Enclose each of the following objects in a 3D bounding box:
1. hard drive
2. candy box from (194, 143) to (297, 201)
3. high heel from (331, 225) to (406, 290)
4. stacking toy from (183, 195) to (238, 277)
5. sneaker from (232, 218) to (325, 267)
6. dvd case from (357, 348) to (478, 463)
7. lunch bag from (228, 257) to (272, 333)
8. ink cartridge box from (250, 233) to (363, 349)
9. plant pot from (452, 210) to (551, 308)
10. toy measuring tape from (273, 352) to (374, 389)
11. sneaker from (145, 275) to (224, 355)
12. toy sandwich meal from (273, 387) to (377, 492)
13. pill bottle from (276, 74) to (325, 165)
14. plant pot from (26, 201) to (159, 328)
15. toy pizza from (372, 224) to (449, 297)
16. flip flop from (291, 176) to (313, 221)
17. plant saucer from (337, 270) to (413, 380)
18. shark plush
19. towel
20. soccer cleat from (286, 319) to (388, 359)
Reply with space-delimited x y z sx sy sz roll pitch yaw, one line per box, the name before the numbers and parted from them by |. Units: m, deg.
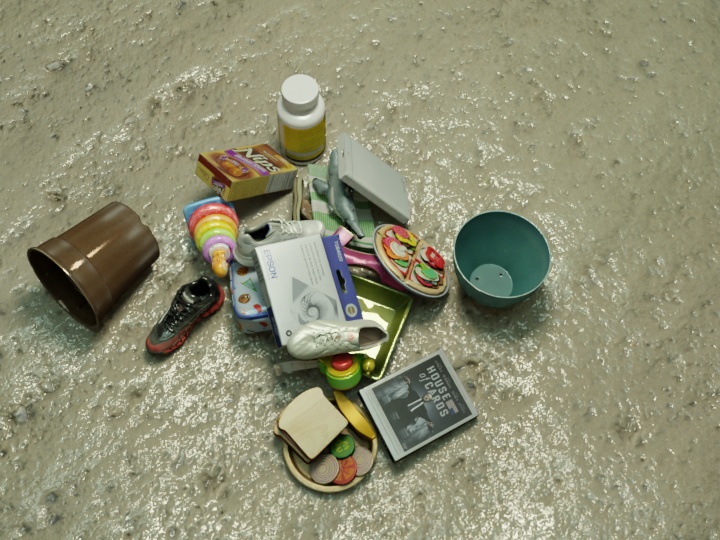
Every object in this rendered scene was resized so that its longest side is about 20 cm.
hard drive | 0.030 -0.200 1.705 0.027 0.199 0.133 -33 42 31
candy box | -0.247 -0.217 1.716 0.116 0.057 0.199 39 34 25
high heel | 0.000 0.000 1.621 0.199 0.067 0.096 39 79 4
stacking toy | -0.295 -0.054 1.614 0.108 0.117 0.201 -14 38 -7
sneaker | -0.159 -0.067 1.585 0.197 0.088 0.075 -17 60 -23
dvd case | 0.113 0.259 1.521 0.198 0.025 0.152 -24 74 -20
lunch bag | -0.186 0.028 1.612 0.158 0.076 0.202 -11 50 -1
ink cartridge box | -0.095 0.033 1.534 0.197 0.041 0.203 -14 81 -28
plant pot | 0.282 -0.003 1.629 0.196 0.135 0.203 1 62 -2
toy measuring tape | -0.070 0.197 1.501 0.196 0.074 0.075 -6 61 2
sneaker | -0.360 0.085 1.583 0.071 0.098 0.200 39 68 16
toy sandwich meal | -0.062 0.314 1.482 0.201 0.071 0.208 1 61 -1
pill bottle | -0.132 -0.339 1.761 0.109 0.201 0.113 1 61 -1
plant pot | -0.528 -0.022 1.592 0.199 0.201 0.198 35 57 16
toy pizza | 0.111 -0.028 1.633 0.198 0.032 0.202 28 34 -20
flip flop | -0.123 -0.118 1.718 0.057 0.082 0.203 3 56 -7
plant saucer | -0.016 0.112 1.607 0.197 0.048 0.202 20 63 9
shark plush | -0.041 -0.157 1.668 0.090 0.083 0.203 6 57 -25
towel | -0.039 -0.140 1.727 0.150 0.023 0.203 8 58 -25
soccer cleat | -0.041 0.126 1.470 0.197 0.077 0.071 -8 99 -26
